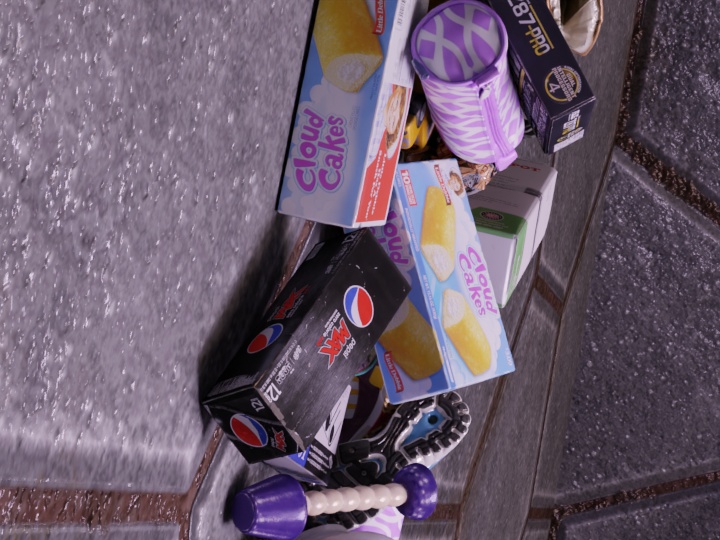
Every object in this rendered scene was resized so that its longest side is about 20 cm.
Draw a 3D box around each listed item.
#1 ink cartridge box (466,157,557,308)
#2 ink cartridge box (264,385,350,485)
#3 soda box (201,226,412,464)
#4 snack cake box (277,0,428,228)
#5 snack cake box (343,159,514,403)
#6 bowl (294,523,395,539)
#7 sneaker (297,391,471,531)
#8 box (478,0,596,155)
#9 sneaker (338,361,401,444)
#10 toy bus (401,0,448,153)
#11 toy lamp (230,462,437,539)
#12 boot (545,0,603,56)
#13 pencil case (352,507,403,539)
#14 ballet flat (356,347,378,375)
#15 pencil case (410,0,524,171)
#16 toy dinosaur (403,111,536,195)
[{"bbox_3d":[0.106,-0.051,1.841,0.200,0.146,0.084,-50,151,-62],"label":"ink cartridge box"},{"bbox_3d":[-0.055,0.121,1.544,0.200,0.044,0.094,53,48,-72],"label":"ink cartridge box"},{"bbox_3d":[-0.039,0.056,1.411,0.071,0.063,0.200,54,45,-20],"label":"soda box"},{"bbox_3d":[-0.003,-0.138,1.479,0.115,0.067,0.200,-13,114,-78],"label":"snack cake box"},{"bbox_3d":[0.056,0.007,1.600,0.115,0.067,0.200,-11,84,-54],"label":"snack cake box"},{"bbox_3d":[-0.035,0.285,1.589,0.090,0.201,0.201,60,-6,26],"label":"bowl"},{"bbox_3d":[0.016,0.191,1.683,0.200,0.078,0.090,-31,161,-15],"label":"sneaker"},{"bbox_3d":[0.148,-0.194,1.602,0.161,0.049,0.200,62,2,7],"label":"box"},{"bbox_3d":[0.005,0.111,1.730,0.075,0.090,0.200,-14,149,-39],"label":"sneaker"},{"bbox_3d":[0.044,-0.177,1.650,0.078,0.065,0.200,90,17,-47],"label":"toy bus"},{"bbox_3d":[-0.022,0.197,1.545,0.200,0.058,0.058,-1,106,-40],"label":"toy lamp"},{"bbox_3d":[0.189,-0.257,1.671,0.200,0.066,0.175,-92,166,-51],"label":"boot"},{"bbox_3d":[0.011,0.249,1.812,0.084,0.085,0.200,102,3,-72],"label":"pencil case"},{"bbox_3d":[0.000,0.000,1.647,0.071,0.069,0.200,62,34,-42],"label":"ballet flat"},{"bbox_3d":[0.096,-0.156,1.540,0.084,0.086,0.200,-42,162,-3],"label":"pencil case"},{"bbox_3d":[0.084,-0.118,1.736,0.136,0.200,0.102,-54,129,-12],"label":"toy dinosaur"}]
